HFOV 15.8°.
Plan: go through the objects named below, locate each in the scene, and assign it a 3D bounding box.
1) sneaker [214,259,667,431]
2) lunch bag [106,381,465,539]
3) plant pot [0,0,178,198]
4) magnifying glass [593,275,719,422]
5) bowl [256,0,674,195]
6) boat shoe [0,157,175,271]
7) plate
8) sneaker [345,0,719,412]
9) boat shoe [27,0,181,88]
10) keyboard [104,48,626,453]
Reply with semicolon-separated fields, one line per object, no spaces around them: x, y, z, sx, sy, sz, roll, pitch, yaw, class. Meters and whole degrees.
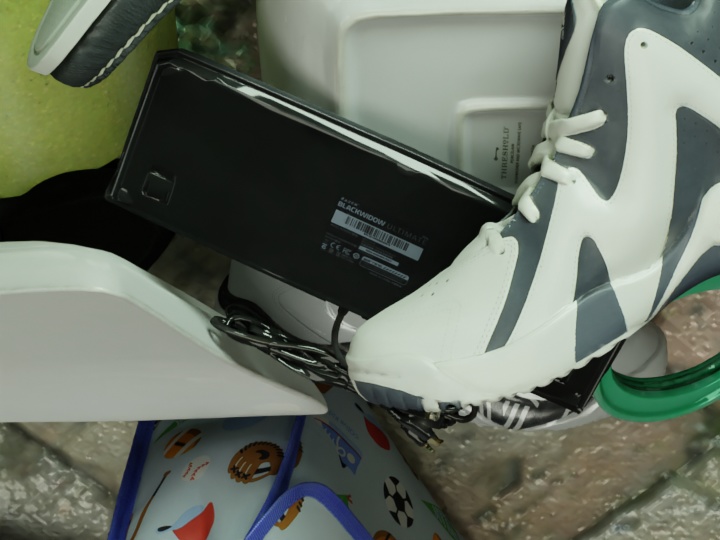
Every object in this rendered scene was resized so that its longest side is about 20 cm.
0.036;-0.002;1.105;0.199;0.075;0.115;9;127;6;sneaker
-0.026;0.151;1.144;0.124;0.200;0.170;-24;116;24;lunch bag
-0.151;-0.136;0.993;0.200;0.201;0.185;-3;135;11;plant pot
0.148;-0.012;0.957;0.079;0.022;0.200;6;134;-31;magnifying glass
0.058;-0.067;0.970;0.199;0.075;0.200;0;129;3;bowl
-0.165;0.011;1.158;0.201;0.063;0.074;-25;115;22;boat shoe
-0.139;0.025;1.046;0.199;0.032;0.200;-2;164;24;plate
0.071;-0.042;0.876;0.199;0.080;0.130;-23;101;8;sneaker
-0.035;-0.134;0.890;0.060;0.076;0.200;38;99;-22;boat shoe
0.000;0.000;0.968;0.200;0.021;0.127;25;128;0;keyboard
